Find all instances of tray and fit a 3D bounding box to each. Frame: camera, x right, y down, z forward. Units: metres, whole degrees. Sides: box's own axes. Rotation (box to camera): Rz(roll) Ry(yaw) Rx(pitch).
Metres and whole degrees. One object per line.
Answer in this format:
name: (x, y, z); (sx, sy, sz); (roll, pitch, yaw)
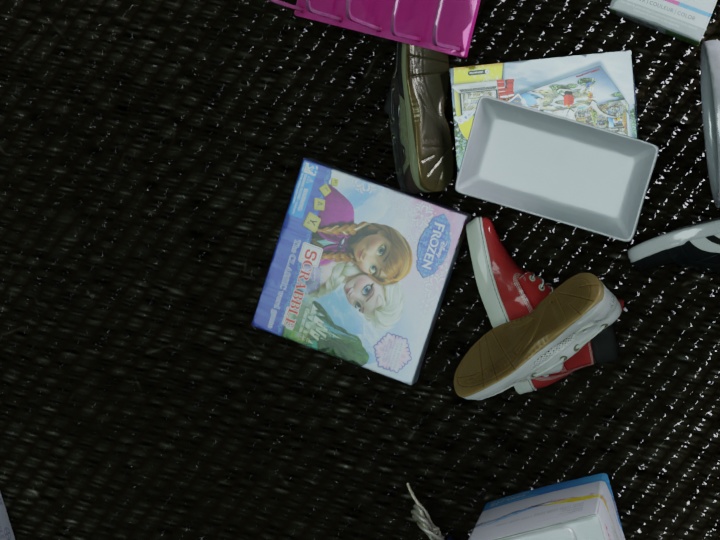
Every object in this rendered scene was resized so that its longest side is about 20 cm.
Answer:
tray: (0.208, -0.109, 1.561); (0.198, 0.022, 0.109); (17, 97, 10)

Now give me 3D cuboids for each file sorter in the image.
file sorter: (0.018, -0.313, 1.504); (0.198, 0.125, 0.141); (17, 99, 17)

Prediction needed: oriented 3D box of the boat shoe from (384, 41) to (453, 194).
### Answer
boat shoe: (0.056, -0.183, 1.603); (0.066, 0.071, 0.203); (-10, 83, 45)

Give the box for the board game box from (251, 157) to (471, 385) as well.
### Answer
board game box: (0.000, 0.000, 1.640); (0.198, 0.041, 0.202); (19, 97, 10)

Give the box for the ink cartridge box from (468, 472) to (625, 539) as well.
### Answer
ink cartridge box: (0.206, 0.318, 1.538); (0.145, 0.200, 0.148); (-16, 90, 12)

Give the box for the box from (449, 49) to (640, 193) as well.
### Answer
box: (0.200, -0.160, 1.589); (0.198, 0.038, 0.138); (-4, 94, 12)

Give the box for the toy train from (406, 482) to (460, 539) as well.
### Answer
toy train: (0.068, 0.346, 1.636); (0.115, 0.085, 0.201); (-36, 86, 25)

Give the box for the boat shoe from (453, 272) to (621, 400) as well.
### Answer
boat shoe: (0.188, 0.084, 1.537); (0.199, 0.071, 0.069); (-35, 130, 24)

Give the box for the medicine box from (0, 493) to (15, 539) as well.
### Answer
medicine box: (-0.500, 0.380, 1.738); (0.180, 0.103, 0.202); (-18, 89, 12)

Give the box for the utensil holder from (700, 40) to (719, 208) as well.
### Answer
utensil holder: (0.451, -0.155, 1.474); (0.198, 0.170, 0.172); (-4, 93, 10)

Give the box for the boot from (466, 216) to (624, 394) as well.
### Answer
boot: (0.203, 0.018, 1.587); (0.143, 0.072, 0.202); (-21, 97, 12)

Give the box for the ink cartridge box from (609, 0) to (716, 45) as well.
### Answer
ink cartridge box: (0.345, -0.349, 1.536); (0.103, 0.059, 0.202); (22, 98, 9)

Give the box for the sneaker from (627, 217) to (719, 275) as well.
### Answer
sneaker: (0.390, -0.001, 1.543); (0.198, 0.073, 0.113); (-16, 89, 11)
